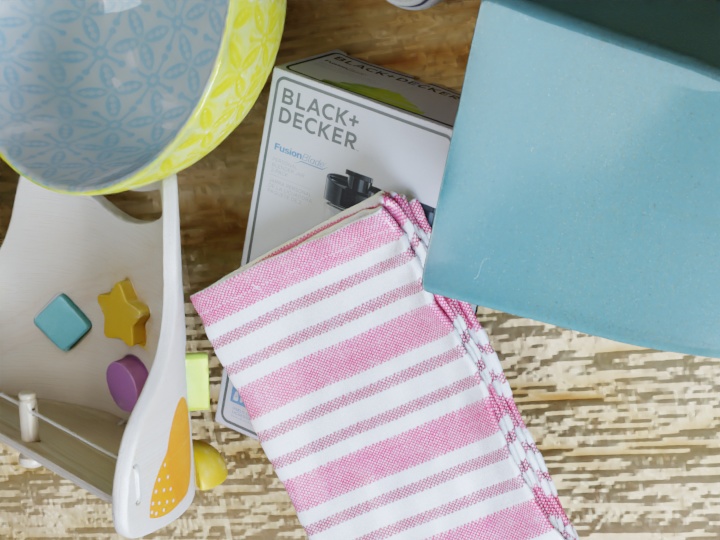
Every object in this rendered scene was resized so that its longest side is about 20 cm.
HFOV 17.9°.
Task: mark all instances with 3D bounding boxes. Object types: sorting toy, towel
[{"bbox_3d":[-0.140,0.021,1.225,0.200,0.107,0.181,22,112,45],"label":"sorting toy"},{"bbox_3d":[0.008,0.075,1.129,0.146,0.030,0.200,-27,87,35],"label":"towel"}]

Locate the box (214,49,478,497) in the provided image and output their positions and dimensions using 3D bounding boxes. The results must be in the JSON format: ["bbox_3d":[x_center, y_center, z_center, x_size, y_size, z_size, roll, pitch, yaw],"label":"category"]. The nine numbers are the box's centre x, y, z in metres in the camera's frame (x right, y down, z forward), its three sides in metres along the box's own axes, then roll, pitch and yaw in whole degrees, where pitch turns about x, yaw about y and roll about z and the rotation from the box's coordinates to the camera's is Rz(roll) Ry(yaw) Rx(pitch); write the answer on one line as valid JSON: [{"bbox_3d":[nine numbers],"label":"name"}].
[{"bbox_3d":[0.000,0.000,1.169,0.116,0.060,0.201,23,113,27],"label":"box"}]

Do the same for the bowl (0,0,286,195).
[{"bbox_3d":[-0.103,-0.136,1.165,0.200,0.108,0.201,-1,89,38],"label":"bowl"}]

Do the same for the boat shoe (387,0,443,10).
[{"bbox_3d":[-0.012,-0.220,1.115,0.071,0.070,0.201,-19,91,35],"label":"boat shoe"}]

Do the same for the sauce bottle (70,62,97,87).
[{"bbox_3d":[-0.217,-0.157,1.271,0.200,0.066,0.066,45,122,16],"label":"sauce bottle"}]

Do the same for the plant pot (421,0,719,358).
[{"bbox_3d":[0.155,-0.040,1.012,0.200,0.141,0.142,20,113,20],"label":"plant pot"}]
